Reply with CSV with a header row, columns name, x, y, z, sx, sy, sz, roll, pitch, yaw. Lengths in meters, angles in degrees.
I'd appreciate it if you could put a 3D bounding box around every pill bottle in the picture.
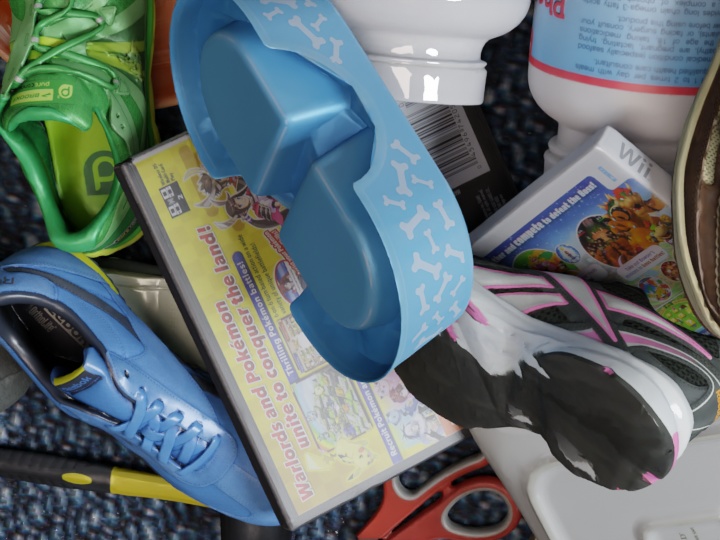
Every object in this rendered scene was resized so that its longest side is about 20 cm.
name,x,y,z,sx,sy,sz,roll,pitch,yaw
pill bottle,0.029,-0.180,0.866,0.112,0.112,0.200,6,99,9
pill bottle,0.136,-0.128,0.877,0.109,0.109,0.200,8,107,9

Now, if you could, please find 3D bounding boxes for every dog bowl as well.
name,x,y,z,sx,sy,sz,roll,pitch,yaw
dog bowl,-0.017,-0.047,0.840,0.200,0.050,0.111,58,151,17

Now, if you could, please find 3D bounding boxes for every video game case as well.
name,x,y,z,sx,sy,sz,roll,pitch,yaw
video game case,0.000,0.000,0.933,0.181,0.026,0.200,-26,98,-15
video game case,0.151,0.027,0.888,0.200,0.018,0.143,37,145,-9

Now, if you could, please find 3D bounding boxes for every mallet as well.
name,x,y,z,sx,sy,sz,roll,pitch,yaw
mallet,-0.131,0.128,1.046,0.200,0.041,0.066,0,103,15

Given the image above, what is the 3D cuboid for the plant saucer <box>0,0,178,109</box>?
name,x,y,z,sx,sy,sz,roll,pitch,yaw
plant saucer,-0.119,-0.182,0.950,0.200,0.032,0.200,3,108,11

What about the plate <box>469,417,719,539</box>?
name,x,y,z,sx,sy,sz,roll,pitch,yaw
plate,0.170,0.130,0.909,0.200,0.032,0.200,-14,118,31

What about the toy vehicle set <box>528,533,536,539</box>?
name,x,y,z,sx,sy,sz,roll,pitch,yaw
toy vehicle set,0.149,0.170,1.007,0.124,0.027,0.200,26,110,2

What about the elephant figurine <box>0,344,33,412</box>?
name,x,y,z,sx,sy,sz,roll,pitch,yaw
elephant figurine,-0.255,0.051,0.956,0.155,0.200,0.142,-20,102,16

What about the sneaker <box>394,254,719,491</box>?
name,x,y,z,sx,sy,sz,roll,pitch,yaw
sneaker,0.089,0.034,0.864,0.200,0.086,0.080,32,133,39

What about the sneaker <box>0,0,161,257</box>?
name,x,y,z,sx,sy,sz,roll,pitch,yaw
sneaker,-0.139,-0.102,0.918,0.074,0.084,0.200,-7,105,13

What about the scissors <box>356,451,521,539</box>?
name,x,y,z,sx,sy,sz,roll,pitch,yaw
scissors,0.000,0.151,1.039,0.200,0.014,0.073,-31,101,19

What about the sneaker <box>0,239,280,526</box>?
name,x,y,z,sx,sy,sz,roll,pitch,yaw
sneaker,-0.110,0.068,0.934,0.200,0.078,0.066,42,108,-6

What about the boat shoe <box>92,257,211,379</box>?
name,x,y,z,sx,sy,sz,roll,pitch,yaw
boat shoe,-0.069,0.030,0.989,0.200,0.062,0.073,11,105,8

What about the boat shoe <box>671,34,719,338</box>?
name,x,y,z,sx,sy,sz,roll,pitch,yaw
boat shoe,0.180,-0.068,0.788,0.075,0.075,0.202,7,90,-13
